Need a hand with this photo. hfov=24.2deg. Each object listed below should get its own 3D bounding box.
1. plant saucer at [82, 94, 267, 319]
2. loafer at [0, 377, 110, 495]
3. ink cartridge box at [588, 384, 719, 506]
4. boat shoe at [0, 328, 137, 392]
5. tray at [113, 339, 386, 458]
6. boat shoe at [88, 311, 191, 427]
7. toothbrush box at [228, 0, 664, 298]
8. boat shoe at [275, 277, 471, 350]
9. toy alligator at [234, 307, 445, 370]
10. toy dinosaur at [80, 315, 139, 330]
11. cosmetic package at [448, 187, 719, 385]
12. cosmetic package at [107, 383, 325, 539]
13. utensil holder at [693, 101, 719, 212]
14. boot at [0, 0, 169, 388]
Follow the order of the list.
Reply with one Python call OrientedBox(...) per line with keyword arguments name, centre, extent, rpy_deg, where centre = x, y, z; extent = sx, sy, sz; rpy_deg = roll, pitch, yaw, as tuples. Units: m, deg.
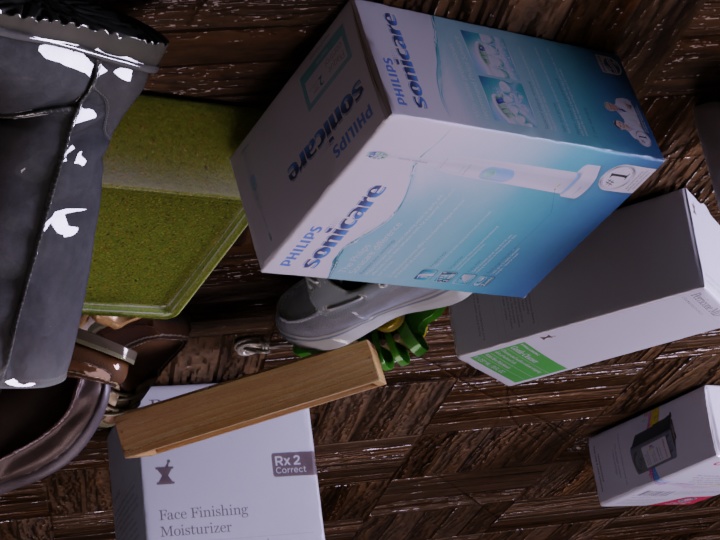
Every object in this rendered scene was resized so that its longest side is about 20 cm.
OrientedBox(name="plant saucer", centre=(-0.154, -0.028, 1.023), extent=(0.199, 0.048, 0.200), rpy_deg=(4, 146, -31))
OrientedBox(name="loafer", centre=(-0.255, 0.112, 1.133), extent=(0.200, 0.073, 0.071), rpy_deg=(-36, 138, 11))
OrientedBox(name="ink cartridge box", centre=(0.373, 0.198, 1.860), extent=(0.147, 0.086, 0.200), rpy_deg=(6, 154, -33))
OrientedBox(name="boat shoe", centre=(-0.246, 0.055, 1.083), extent=(0.199, 0.068, 0.072), rpy_deg=(13, 170, 6))
OrientedBox(name="tray", centre=(-0.082, 0.099, 1.295), extent=(0.199, 0.037, 0.099), rpy_deg=(-16, 174, 2))
OrientedBox(name="boat shoe", centre=(-0.197, 0.087, 1.336), extent=(0.075, 0.074, 0.200), rpy_deg=(6, 156, -36))
OrientedBox(name="toothbrush box", centre=(0.048, -0.063, 0.969), extent=(0.199, 0.085, 0.146), rpy_deg=(4, 143, -34))
OrientedBox(name="boat shoe", centre=(0.000, 0.001, 1.212), extent=(0.200, 0.070, 0.071), rpy_deg=(-20, 134, 40))
OrientedBox(name="toy alligator", centre=(-0.011, 0.063, 1.375), extent=(0.199, 0.054, 0.059), rpy_deg=(-16, 159, 19))
OrientedBox(name="toy dinosaur", centre=(-0.202, 0.030, 1.177), extent=(0.106, 0.060, 0.200), rpy_deg=(-6, 132, -20))
OrientedBox(name="cosmetic package", centre=(0.177, 0.015, 1.280), extent=(0.199, 0.085, 0.108), rpy_deg=(-17, 156, 25))
OrientedBox(name="cosmetic package", centre=(-0.134, 0.218, 1.534), extent=(0.164, 0.201, 0.165), rpy_deg=(-2, 161, -18))
OrientedBox(name="utensil holder", centre=(0.327, -0.049, 1.047), extent=(0.199, 0.170, 0.170), rpy_deg=(-16, 159, 14))
OrientedBox(name="boot", centre=(-0.190, -0.041, 0.827), extent=(0.182, 0.073, 0.200), rpy_deg=(12, 110, -43))
